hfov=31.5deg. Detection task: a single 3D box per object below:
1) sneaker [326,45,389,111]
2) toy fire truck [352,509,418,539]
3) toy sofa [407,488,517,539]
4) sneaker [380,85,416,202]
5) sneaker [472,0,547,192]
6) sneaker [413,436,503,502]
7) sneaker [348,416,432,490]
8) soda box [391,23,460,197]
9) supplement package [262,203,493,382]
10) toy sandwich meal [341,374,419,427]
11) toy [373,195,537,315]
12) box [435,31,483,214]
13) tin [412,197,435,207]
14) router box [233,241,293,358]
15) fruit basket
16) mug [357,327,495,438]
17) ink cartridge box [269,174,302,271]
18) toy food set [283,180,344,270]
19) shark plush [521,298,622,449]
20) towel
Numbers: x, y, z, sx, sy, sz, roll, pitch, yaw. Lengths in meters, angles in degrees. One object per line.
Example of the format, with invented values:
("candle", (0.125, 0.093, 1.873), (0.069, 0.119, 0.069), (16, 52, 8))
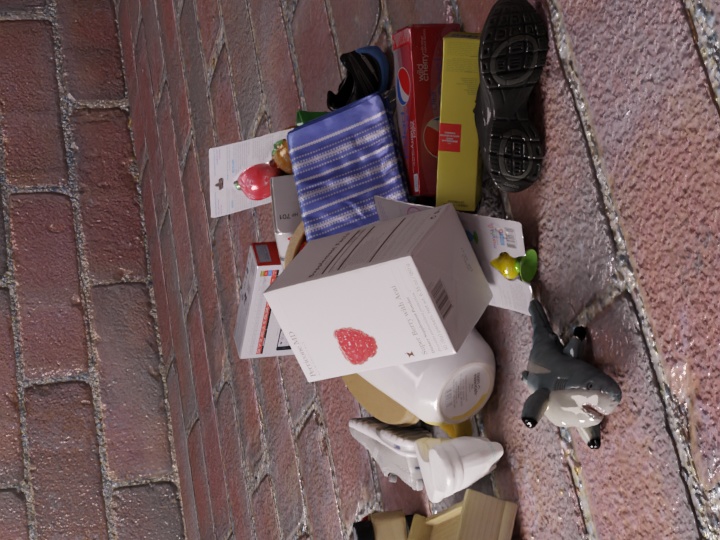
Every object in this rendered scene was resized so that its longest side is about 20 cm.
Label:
("sneaker", (-0.012, -0.220, 1.790), (0.071, 0.081, 0.202), (-120, 30, -51))
("toy fire truck", (0.021, 0.432, 1.775), (0.200, 0.126, 0.179), (115, 148, -75))
("toy sofa", (0.127, 0.327, 1.510), (0.200, 0.096, 0.084), (131, 157, -64))
("sneaker", (0.041, -0.163, 1.654), (0.077, 0.080, 0.202), (-30, 37, 25))
("sneaker", (0.149, -0.188, 1.352), (0.091, 0.075, 0.204), (-139, 51, -74))
("sneaker", (0.117, 0.224, 1.490), (0.200, 0.087, 0.076), (141, 111, -79))
("sneaker", (0.035, 0.247, 1.744), (0.200, 0.073, 0.084), (-166, 74, -70))
("soda box", (0.084, -0.191, 1.533), (0.063, 0.069, 0.204), (-178, 84, -72))
("supplement package", (0.019, 0.027, 1.376), (0.198, 0.120, 0.122), (-14, 112, 35))
("toy sandwich meal", (0.034, 0.119, 1.693), (0.204, 0.070, 0.207), (37, 143, 35))
("toy", (0.112, -0.026, 1.415), (0.198, 0.047, 0.117), (16, 130, 41))
("box", (0.115, -0.163, 1.441), (0.075, 0.049, 0.203), (-54, -32, -70))
("tin", (0.065, -0.010, 1.674), (0.112, 0.041, 0.203), (-129, 40, -53))
("router box", (-0.089, 0.043, 1.916), (0.202, 0.177, 0.049), (106, 153, -42))
("fruit basket", (-0.111, -0.146, 1.731), (0.186, 0.197, 0.095), (100, 157, -64))
("mug", (0.093, 0.108, 1.507), (0.150, 0.186, 0.153), (-56, 43, 7))
("ink cartridge box", (-0.042, -0.058, 1.729), (0.200, 0.144, 0.087), (87, 176, -69))
("toy food set", (0.000, 0.000, 1.586), (0.202, 0.196, 0.049), (-57, -7, 2))
("shark plush", (0.212, 0.096, 1.280), (0.084, 0.090, 0.201), (-61, 11, 24))
("towel", (-0.013, -0.105, 1.548), (0.024, 0.143, 0.203), (32, -138, -62))
